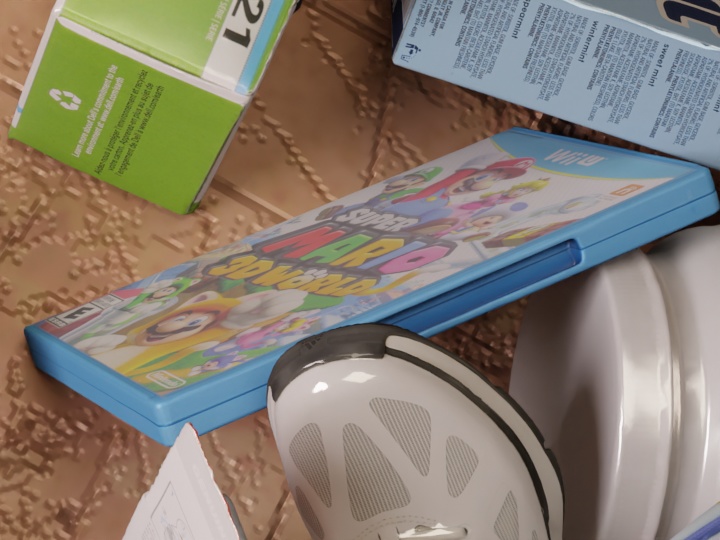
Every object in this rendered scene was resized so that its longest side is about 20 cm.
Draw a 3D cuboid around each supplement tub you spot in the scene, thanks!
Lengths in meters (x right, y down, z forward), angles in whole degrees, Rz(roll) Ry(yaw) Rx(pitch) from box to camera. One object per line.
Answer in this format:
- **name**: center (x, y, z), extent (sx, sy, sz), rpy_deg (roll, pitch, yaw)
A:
- **supplement tub**: center (0.162, 0.058, 0.906), extent (0.200, 0.140, 0.141), rpy_deg (5, 67, -14)

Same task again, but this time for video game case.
- **video game case**: center (0.000, 0.000, 0.885), extent (0.200, 0.143, 0.018), rpy_deg (-22, 106, -19)

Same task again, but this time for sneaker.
- **sneaker**: center (0.032, 0.116, 0.788), extent (0.076, 0.201, 0.115), rpy_deg (-20, 32, 16)

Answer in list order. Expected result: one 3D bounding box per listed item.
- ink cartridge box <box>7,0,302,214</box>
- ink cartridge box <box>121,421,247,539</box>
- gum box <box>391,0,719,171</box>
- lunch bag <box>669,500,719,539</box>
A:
- **ink cartridge box**: center (-0.045, -0.130, 0.894), extent (0.076, 0.200, 0.148), rpy_deg (23, 63, -5)
- **ink cartridge box**: center (-0.020, 0.137, 0.789), extent (0.050, 0.200, 0.162), rpy_deg (-18, 74, -21)
- **gum box**: center (0.110, -0.091, 0.954), extent (0.200, 0.045, 0.170), rpy_deg (18, 23, -8)
- **lunch bag**: center (0.172, 0.112, 0.746), extent (0.200, 0.083, 0.161), rpy_deg (-29, 58, -32)
